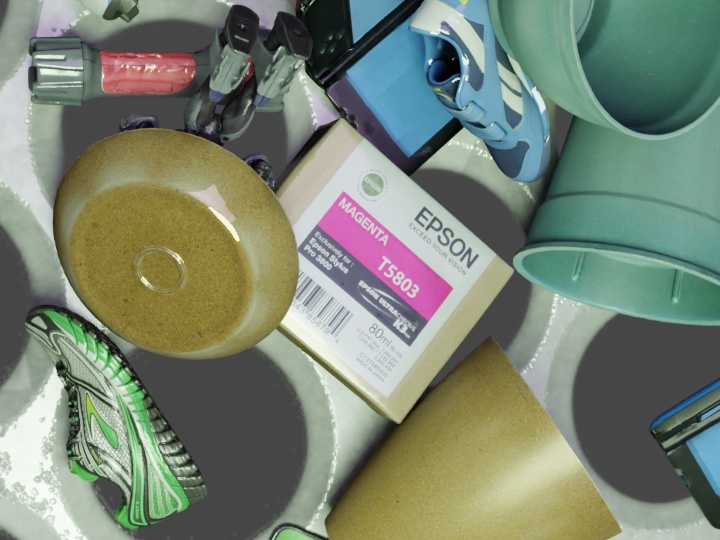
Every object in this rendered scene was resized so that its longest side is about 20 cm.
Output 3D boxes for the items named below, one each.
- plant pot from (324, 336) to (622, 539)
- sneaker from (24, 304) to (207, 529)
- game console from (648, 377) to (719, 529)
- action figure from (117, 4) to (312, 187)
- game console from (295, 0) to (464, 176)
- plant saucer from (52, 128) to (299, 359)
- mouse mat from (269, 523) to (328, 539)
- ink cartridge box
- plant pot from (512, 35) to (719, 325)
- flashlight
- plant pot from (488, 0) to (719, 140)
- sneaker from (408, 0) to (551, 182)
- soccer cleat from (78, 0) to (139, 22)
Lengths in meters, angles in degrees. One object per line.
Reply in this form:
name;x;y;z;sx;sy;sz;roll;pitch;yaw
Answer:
plant pot;0.078;0.187;0.916;0.199;0.186;0.187;-35;99;1
sneaker;-0.202;0.115;0.878;0.085;0.078;0.201;-33;99;-12
game console;0.369;0.136;0.988;0.199;0.171;0.119;-34;73;8
action figure;-0.114;-0.110;0.861;0.129;0.200;0.070;9;47;-31
game console;0.061;-0.205;0.930;0.200;0.173;0.119;-43;74;-11
plant saucer;-0.147;-0.008;0.853;0.199;0.036;0.201;6;121;10
mouse mat;-0.016;0.325;0.968;0.199;0.008;0.162;27;84;-15
ink cartridge box;0.000;0.000;0.934;0.200;0.075;0.165;40;82;-11
plant pot;0.247;-0.077;0.951;0.199;0.200;0.197;19;77;-15
flashlight;-0.157;-0.159;0.889;0.199;0.068;0.068;-2;125;-20
plant pot;0.181;-0.206;0.840;0.199;0.134;0.202;-10;108;-33
sneaker;0.096;-0.149;0.929;0.082;0.074;0.201;-39;123;-19
soccer cleat;-0.158;-0.288;0.890;0.086;0.070;0.200;44;80;-10
